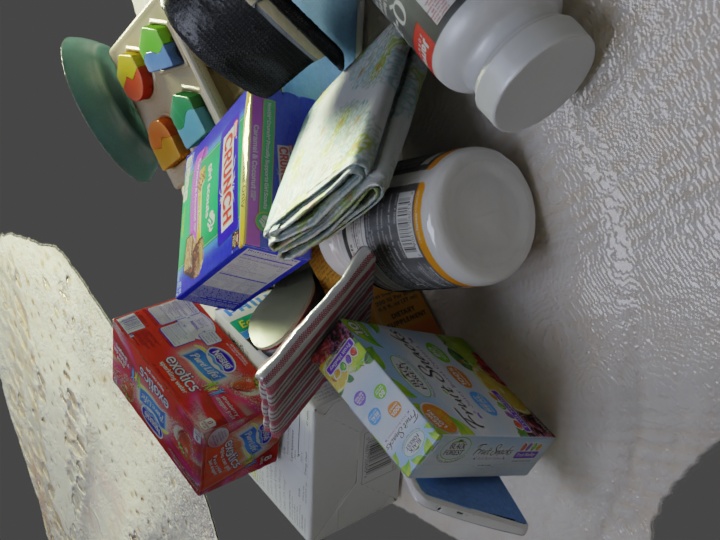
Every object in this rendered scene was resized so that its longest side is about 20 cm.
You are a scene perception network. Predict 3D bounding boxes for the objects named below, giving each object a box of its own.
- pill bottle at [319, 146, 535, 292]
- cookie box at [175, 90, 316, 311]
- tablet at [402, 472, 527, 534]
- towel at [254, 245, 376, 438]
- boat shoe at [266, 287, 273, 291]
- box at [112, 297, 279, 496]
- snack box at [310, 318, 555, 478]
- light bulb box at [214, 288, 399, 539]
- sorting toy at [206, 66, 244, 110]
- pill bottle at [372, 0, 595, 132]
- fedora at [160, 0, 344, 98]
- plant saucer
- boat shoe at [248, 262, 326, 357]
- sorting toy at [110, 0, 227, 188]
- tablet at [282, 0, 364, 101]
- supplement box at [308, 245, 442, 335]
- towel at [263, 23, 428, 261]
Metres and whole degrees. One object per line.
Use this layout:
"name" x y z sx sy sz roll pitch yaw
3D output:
"pill bottle" 0.051 -0.041 1.068 0.200 0.116 0.117 -4 104 58
"cookie box" -0.119 -0.069 1.236 0.200 0.075 0.172 -32 52 58
"tablet" 0.064 0.152 1.087 0.014 0.130 0.200 -55 35 18
"towel" -0.042 0.066 1.072 0.030 0.147 0.200 35 162 11
"boat shoe" -0.149 -0.009 1.448 0.200 0.072 0.073 32 112 54
"box" -0.177 0.128 1.292 0.200 0.099 0.096 43 139 36
"snack box" 0.068 0.114 1.057 0.142 0.200 0.053 46 110 32
"light bulb box" -0.060 0.150 1.337 0.200 0.124 0.199 40 138 41
"sorting toy" -0.138 -0.178 1.362 0.201 0.036 0.185 61 148 5
"pill bottle" 0.081 -0.209 0.924 0.200 0.115 0.116 54 145 24
"fedora" -0.111 -0.227 1.103 0.092 0.200 0.201 -46 60 8
"plant saucer" -0.297 -0.206 1.501 0.201 0.036 0.200 60 -170 -18
"boat shoe" -0.064 0.039 1.251 0.200 0.071 0.063 -78 -34 -62
"sorting toy" -0.222 -0.201 1.385 0.200 0.036 0.186 -28 88 60
"tablet" -0.037 -0.227 1.194 0.130 0.014 0.201 37 137 41
"supplement box" 0.000 0.000 1.217 0.201 0.066 0.069 60 147 14
"towel" -0.007 -0.117 1.066 0.048 0.201 0.171 31 145 -20
